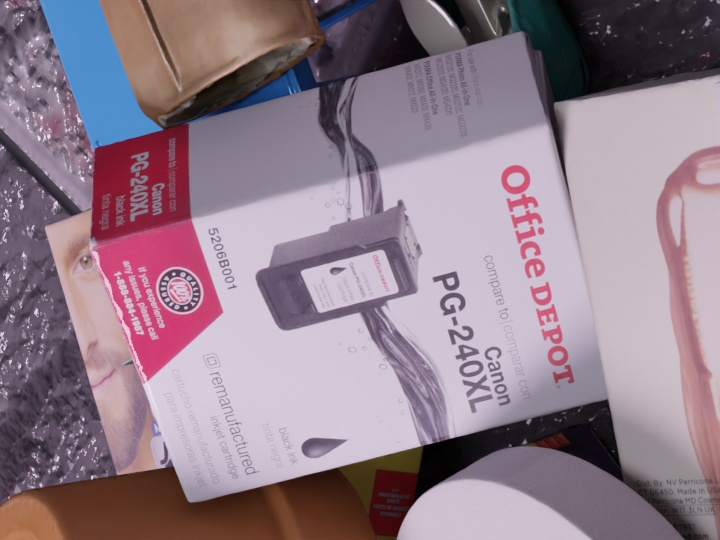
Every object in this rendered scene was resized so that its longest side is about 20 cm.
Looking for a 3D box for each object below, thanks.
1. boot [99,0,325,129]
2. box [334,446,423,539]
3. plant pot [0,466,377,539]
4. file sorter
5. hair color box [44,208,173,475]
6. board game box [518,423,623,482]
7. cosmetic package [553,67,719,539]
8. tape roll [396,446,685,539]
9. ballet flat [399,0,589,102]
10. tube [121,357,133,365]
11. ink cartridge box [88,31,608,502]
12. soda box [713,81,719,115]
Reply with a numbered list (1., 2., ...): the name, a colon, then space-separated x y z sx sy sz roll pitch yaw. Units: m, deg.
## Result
1. boot: -0.120 -0.154 1.075 0.175 0.066 0.201 -29 82 43
2. box: -0.012 0.112 1.173 0.075 0.050 0.201 10 90 58
3. plant pot: -0.096 0.175 1.110 0.200 0.140 0.201 -20 66 55
4. file sorter: -0.066 -0.155 1.153 0.139 0.123 0.201 -24 84 42
5. hair color box: -0.083 0.055 1.263 0.109 0.065 0.201 -18 87 44
6. board game box: 0.104 0.200 1.133 0.200 0.057 0.165 54 128 20
7. cosmetic package: 0.157 0.016 1.007 0.087 0.103 0.201 -8 97 41
8. tape roll: 0.092 0.171 1.036 0.203 0.037 0.203 33 135 39
9. ballet flat: 0.037 -0.153 1.095 0.067 0.070 0.201 -33 78 42
10. tube: -0.019 -0.010 1.146 0.200 0.058 0.052 -33 42 17
11. ink cartridge box: 0.000 0.000 1.055 0.199 0.083 0.146 -15 122 6
12. soda box: 0.196 0.017 0.906 0.068 0.064 0.201 -12 92 48
